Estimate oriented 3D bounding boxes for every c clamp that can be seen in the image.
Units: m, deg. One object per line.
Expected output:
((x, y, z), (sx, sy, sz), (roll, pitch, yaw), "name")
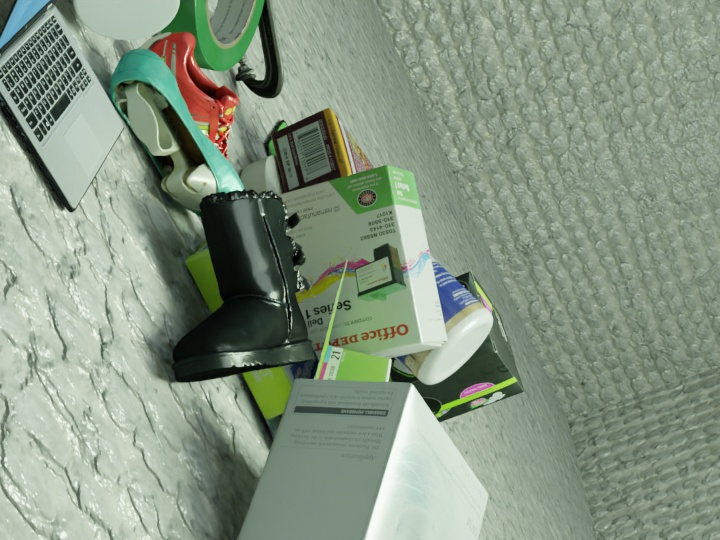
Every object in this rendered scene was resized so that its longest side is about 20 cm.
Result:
((-0.146, -0.314, 1.464), (0.171, 0.027, 0.200), (2, -74, 58), "c clamp")

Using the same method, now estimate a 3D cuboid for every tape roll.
((-0.085, -0.040, 1.401), (0.203, 0.037, 0.203), (-21, 90, -78), "tape roll")
((-0.162, -0.326, 1.294), (0.200, 0.048, 0.201), (13, 90, -77), "tape roll")

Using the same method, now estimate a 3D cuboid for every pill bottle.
((0.050, 0.030, 1.371), (0.200, 0.116, 0.116), (44, 4, 20), "pill bottle")
((-0.227, -0.319, 1.080), (0.116, 0.116, 0.200), (51, 21, -53), "pill bottle")

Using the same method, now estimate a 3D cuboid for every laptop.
((-0.213, -0.186, 0.918), (0.187, 0.116, 0.200), (-85, 151, -62), "laptop")

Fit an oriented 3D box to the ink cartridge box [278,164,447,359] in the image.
((0.000, 0.000, 1.285), (0.084, 0.145, 0.200), (6, 71, -67), "ink cartridge box")

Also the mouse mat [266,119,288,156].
((-0.077, -0.106, 1.612), (0.161, 0.008, 0.200), (-75, 141, -70), "mouse mat")

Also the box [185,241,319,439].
((-0.100, 0.055, 1.158), (0.122, 0.048, 0.200), (-65, 132, -72), "box")

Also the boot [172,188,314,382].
((-0.111, 0.010, 1.025), (0.198, 0.073, 0.163), (-3, 80, -63), "boot")

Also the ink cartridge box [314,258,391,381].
((-0.008, 0.110, 1.161), (0.148, 0.076, 0.200), (-74, 177, -70), "ink cartridge box")

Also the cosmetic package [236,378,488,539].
((0.005, 0.229, 0.982), (0.199, 0.123, 0.200), (56, 44, -44), "cosmetic package")

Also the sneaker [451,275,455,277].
((0.057, 0.031, 1.587), (0.085, 0.200, 0.078), (-124, -135, -80), "sneaker")

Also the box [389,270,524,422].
((0.088, 0.114, 1.493), (0.149, 0.200, 0.124), (49, 23, -56), "box")

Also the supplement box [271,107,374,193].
((-0.026, -0.098, 1.460), (0.200, 0.086, 0.110), (49, 22, -56), "supplement box")

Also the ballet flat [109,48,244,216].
((-0.177, -0.111, 1.092), (0.200, 0.067, 0.070), (60, 30, -21), "ballet flat")

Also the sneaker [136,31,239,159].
((-0.156, -0.145, 1.162), (0.077, 0.085, 0.200), (-77, 144, -68), "sneaker")
